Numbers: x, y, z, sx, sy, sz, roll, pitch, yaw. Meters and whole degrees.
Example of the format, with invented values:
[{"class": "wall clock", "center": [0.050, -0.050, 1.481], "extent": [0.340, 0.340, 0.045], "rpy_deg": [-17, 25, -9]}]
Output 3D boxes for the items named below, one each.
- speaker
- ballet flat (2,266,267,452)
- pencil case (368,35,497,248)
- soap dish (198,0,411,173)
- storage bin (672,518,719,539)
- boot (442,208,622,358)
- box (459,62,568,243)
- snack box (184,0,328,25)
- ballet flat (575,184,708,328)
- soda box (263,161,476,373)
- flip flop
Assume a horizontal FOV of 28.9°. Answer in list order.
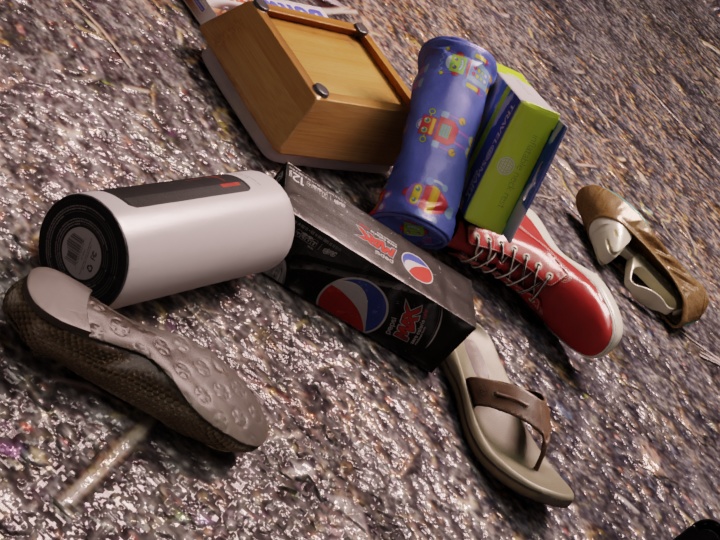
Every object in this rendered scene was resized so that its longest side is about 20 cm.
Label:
[{"class": "speaker", "center": [-0.131, -0.024, 0.993], "extent": [0.081, 0.081, 0.200], "rpy_deg": [51, 29, 15]}, {"class": "ballet flat", "center": [-0.144, 0.065, 0.899], "extent": [0.199, 0.046, 0.068], "rpy_deg": [33, 29, -29]}, {"class": "pencil case", "center": [0.066, -0.112, 1.276], "extent": [0.077, 0.087, 0.201], "rpy_deg": [17, 70, 0]}, {"class": "soap dish", "center": [-0.039, -0.173, 1.317], "extent": [0.199, 0.081, 0.158], "rpy_deg": [1, 49, -51]}, {"class": "storage bin", "center": [0.271, 0.300, 1.010], "extent": [0.093, 0.135, 0.201], "rpy_deg": [24, 34, -32]}, {"class": "boot", "center": [0.153, 0.006, 1.337], "extent": [0.144, 0.073, 0.200], "rpy_deg": [6, 37, -48]}, {"class": "box", "center": [0.129, -0.115, 1.307], "extent": [0.047, 0.123, 0.200], "rpy_deg": [21, 16, -12]}, {"class": "snack box", "center": [-0.090, -0.246, 1.410], "extent": [0.199, 0.024, 0.072], "rpy_deg": [-2, 51, -53]}, {"class": "ballet flat", "center": [0.310, -0.011, 1.586], "extent": [0.200, 0.068, 0.072], "rpy_deg": [48, 47, 1]}, {"class": "soda box", "center": [0.000, 0.000, 1.148], "extent": [0.199, 0.063, 0.071], "rpy_deg": [31, 31, -20]}, {"class": "flip flop", "center": [0.124, 0.110, 1.163], "extent": [0.081, 0.058, 0.201], "rpy_deg": [19, 36, -38]}]
